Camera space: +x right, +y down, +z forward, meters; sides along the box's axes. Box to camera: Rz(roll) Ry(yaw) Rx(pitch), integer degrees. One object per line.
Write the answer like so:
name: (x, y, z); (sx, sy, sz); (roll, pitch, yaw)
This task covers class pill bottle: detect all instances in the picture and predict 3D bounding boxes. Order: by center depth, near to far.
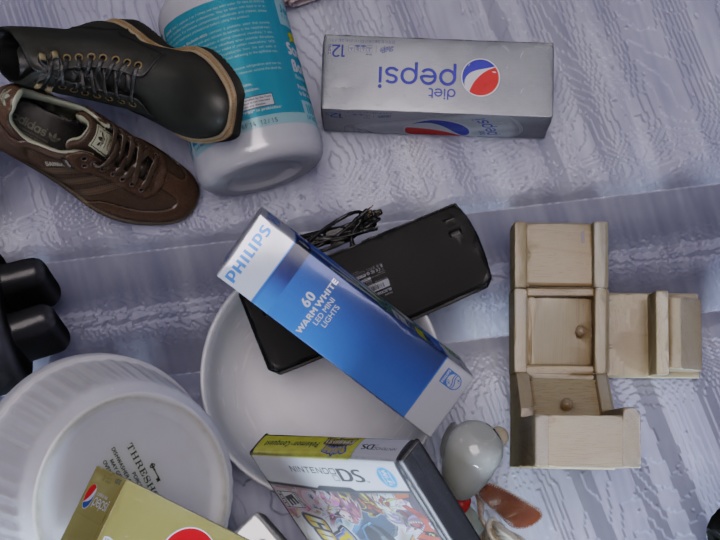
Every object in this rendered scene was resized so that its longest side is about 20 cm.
pill bottle: (-0.106, -0.174, 1.290); (0.109, 0.111, 0.203); (-15, 80, -2)

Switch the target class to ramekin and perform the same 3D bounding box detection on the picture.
ramekin: (-0.188, 0.166, 1.155); (0.200, 0.094, 0.206); (-2, 93, -29)

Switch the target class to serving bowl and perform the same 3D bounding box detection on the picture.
serving bowl: (-0.032, 0.090, 1.261); (0.197, 0.066, 0.203); (0, 79, 0)

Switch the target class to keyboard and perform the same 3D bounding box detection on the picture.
keyboard: (0.000, 0.000, 1.236); (0.198, 0.040, 0.105); (-22, 102, -5)

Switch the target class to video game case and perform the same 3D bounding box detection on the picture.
video game case: (0.024, 0.207, 1.147); (0.026, 0.180, 0.201); (-45, 115, -33)

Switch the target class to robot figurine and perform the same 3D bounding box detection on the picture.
robot figurine: (-0.341, 0.053, 1.245); (0.197, 0.151, 0.126); (-16, 121, -3)

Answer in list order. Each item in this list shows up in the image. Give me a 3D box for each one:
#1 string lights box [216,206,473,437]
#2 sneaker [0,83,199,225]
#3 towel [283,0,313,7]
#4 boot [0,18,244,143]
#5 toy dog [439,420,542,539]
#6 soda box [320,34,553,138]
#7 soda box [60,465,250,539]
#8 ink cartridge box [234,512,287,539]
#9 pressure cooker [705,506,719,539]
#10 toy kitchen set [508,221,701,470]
string lights box: (-0.013, 0.037, 1.161); (0.199, 0.103, 0.059); (38, 93, -6)
sneaker: (-0.218, -0.093, 1.262); (0.198, 0.075, 0.071); (23, 76, -21)
towel: (-0.015, -0.357, 1.365); (0.189, 0.032, 0.202); (-20, 80, -4)
boot: (-0.197, -0.147, 1.209); (0.199, 0.137, 0.079); (25, 112, 43)
toy dog: (0.090, 0.187, 1.194); (0.096, 0.200, 0.133); (-27, 78, -35)
soda box: (0.065, -0.156, 1.309); (0.197, 0.063, 0.069); (2, 78, 1)
soda box: (-0.112, 0.215, 1.106); (0.199, 0.067, 0.065); (31, 77, -26)
ink cartridge box: (-0.068, 0.313, 1.208); (0.144, 0.084, 0.200); (-42, 80, -8)
pressure cooker: (0.392, 0.203, 1.180); (0.199, 0.176, 0.179); (-38, 85, -3)
toy kitchen set: (0.206, 0.055, 1.207); (0.161, 0.180, 0.203); (0, 83, 0)
